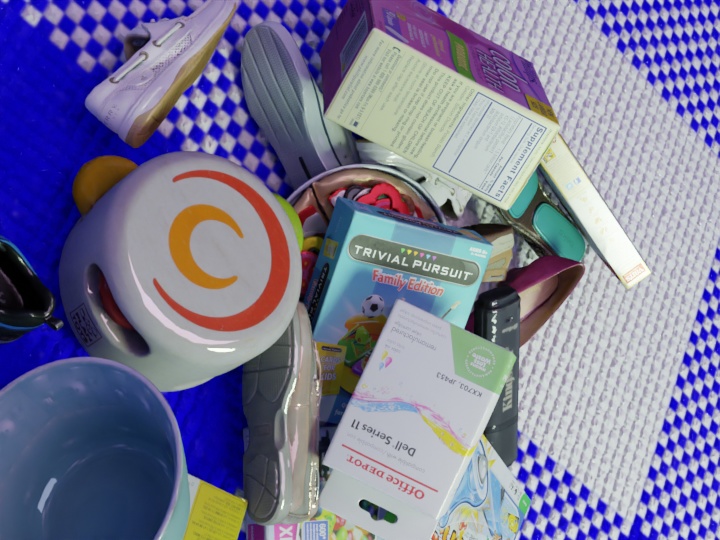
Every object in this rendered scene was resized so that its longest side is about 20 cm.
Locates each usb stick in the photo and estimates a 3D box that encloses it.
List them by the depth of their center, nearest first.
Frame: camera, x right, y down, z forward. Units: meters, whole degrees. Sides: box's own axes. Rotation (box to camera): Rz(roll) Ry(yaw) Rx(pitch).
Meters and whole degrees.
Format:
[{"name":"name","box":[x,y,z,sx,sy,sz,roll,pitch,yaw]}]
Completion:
[{"name":"usb stick","box":[0.138,0.114,1.490,0.055,0.033,0.201,-16,117,-31]}]

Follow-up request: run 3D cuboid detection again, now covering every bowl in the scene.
[{"name":"bowl","box":[-0.213,0.181,1.147,0.105,0.199,0.202,60,43,-58]}]

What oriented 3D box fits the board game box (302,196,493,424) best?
[{"name":"board game box","box":[0.020,0.047,1.365,0.150,0.047,0.201,12,104,-26]}]

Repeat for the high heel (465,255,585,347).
[{"name":"high heel","box":[0.157,0.058,1.524,0.067,0.096,0.201,47,56,-24]}]

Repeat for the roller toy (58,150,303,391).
[{"name":"roller toy","box":[-0.157,0.003,1.242,0.199,0.140,0.184,22,62,-26]}]

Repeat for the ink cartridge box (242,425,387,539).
[{"name":"ink cartridge box","box":[-0.020,0.206,1.387,0.199,0.042,0.120,5,79,-41]}]

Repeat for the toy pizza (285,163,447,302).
[{"name":"toy pizza","box":[0.000,0.000,1.390,0.199,0.032,0.202,-5,103,-20]}]

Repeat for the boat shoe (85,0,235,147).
[{"name":"boat shoe","box":[-0.175,-0.192,1.299,0.069,0.071,0.200,32,44,-2]}]

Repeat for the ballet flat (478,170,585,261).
[{"name":"ballet flat","box":[0.168,-0.071,1.571,0.200,0.075,0.068,49,65,-37]}]

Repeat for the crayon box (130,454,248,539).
[{"name":"crayon box","box":[-0.182,0.265,1.229,0.127,0.051,0.201,32,62,-31]}]

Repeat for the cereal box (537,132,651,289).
[{"name":"cereal box","box":[0.234,-0.085,1.599,0.039,0.144,0.200,-34,109,6]}]

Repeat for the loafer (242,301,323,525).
[{"name":"loafer","box":[-0.064,0.124,1.306,0.063,0.072,0.202,10,81,-44]}]

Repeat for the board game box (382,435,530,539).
[{"name":"board game box","box":[0.097,0.236,1.427,0.136,0.034,0.200,-64,143,-22]}]

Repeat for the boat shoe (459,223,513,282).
[{"name":"boat shoe","box":[0.086,0.006,1.497,0.199,0.071,0.077,-14,107,-37]}]

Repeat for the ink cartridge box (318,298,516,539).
[{"name":"ink cartridge box","box":[0.045,0.141,1.297,0.116,0.067,0.201,24,88,10]}]

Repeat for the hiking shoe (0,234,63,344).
[{"name":"hiking shoe","box":[-0.315,-0.026,1.147,0.200,0.086,0.075,45,56,-25]}]

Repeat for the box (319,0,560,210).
[{"name":"box","box":[0.070,-0.172,1.392,0.199,0.097,0.176,26,23,-15]}]

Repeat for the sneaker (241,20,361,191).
[{"name":"sneaker","box":[-0.054,-0.146,1.413,0.071,0.073,0.201,-40,114,-54]}]

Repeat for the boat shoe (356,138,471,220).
[{"name":"boat shoe","box":[0.060,-0.087,1.466,0.200,0.070,0.070,14,85,-56]}]
